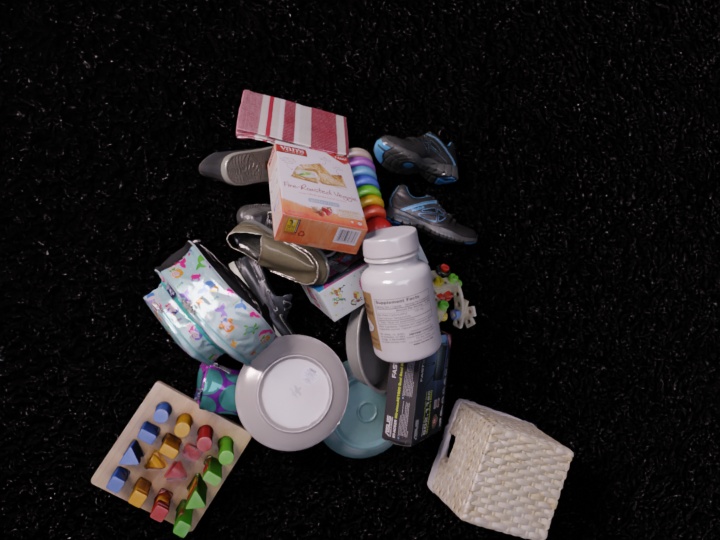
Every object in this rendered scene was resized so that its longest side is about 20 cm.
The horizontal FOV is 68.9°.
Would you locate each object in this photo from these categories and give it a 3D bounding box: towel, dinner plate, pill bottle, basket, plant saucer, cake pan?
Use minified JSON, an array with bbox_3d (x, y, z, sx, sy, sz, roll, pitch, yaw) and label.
[{"bbox_3d":[-0.120,-0.262,0.951,0.200,0.023,0.144,11,44,-15],"label":"towel"},{"bbox_3d":[-0.114,0.212,0.909,0.200,0.024,0.200,2,83,-19],"label":"dinner plate"},{"bbox_3d":[0.061,0.036,0.844,0.114,0.114,0.200,-15,106,-15],"label":"pill bottle"},{"bbox_3d":[0.269,0.386,1.028,0.200,0.161,0.198,21,85,-12],"label":"basket"},{"bbox_3d":[0.010,0.271,1.021,0.200,0.036,0.200,0,90,-15],"label":"plant saucer"},{"bbox_3d":[0.037,0.126,0.973,0.200,0.037,0.200,4,85,-56],"label":"cake pan"}]

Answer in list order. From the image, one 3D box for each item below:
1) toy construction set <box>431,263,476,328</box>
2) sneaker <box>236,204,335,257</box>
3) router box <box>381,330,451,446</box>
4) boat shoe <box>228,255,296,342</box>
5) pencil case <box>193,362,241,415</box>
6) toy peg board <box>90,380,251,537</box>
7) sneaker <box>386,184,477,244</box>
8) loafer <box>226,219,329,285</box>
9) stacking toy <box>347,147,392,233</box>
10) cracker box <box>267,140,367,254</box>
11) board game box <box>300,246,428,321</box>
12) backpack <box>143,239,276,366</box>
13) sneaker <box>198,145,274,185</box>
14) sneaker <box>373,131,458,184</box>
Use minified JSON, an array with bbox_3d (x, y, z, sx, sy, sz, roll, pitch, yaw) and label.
[{"bbox_3d":[0.153,0.057,1.008,0.200,0.131,0.092,5,130,-49],"label":"toy construction set"},{"bbox_3d":[-0.125,-0.078,0.955,0.200,0.090,0.067,19,84,-14],"label":"sneaker"},{"bbox_3d":[0.110,0.212,0.989,0.150,0.062,0.200,7,89,-59],"label":"router box"},{"bbox_3d":[-0.157,0.054,0.956,0.066,0.075,0.199,-35,88,-7],"label":"boat shoe"},{"bbox_3d":[-0.191,0.215,0.940,0.200,0.085,0.092,11,115,-16],"label":"pencil case"},{"bbox_3d":[-0.322,0.332,0.900,0.199,0.098,0.200,34,81,-13],"label":"toy peg board"},{"bbox_3d":[0.148,-0.106,1.038,0.200,0.073,0.082,18,85,-15],"label":"sneaker"},{"bbox_3d":[-0.145,-0.024,0.888,0.200,0.070,0.075,22,114,20],"label":"loafer"},{"bbox_3d":[0.011,-0.126,0.946,0.085,0.085,0.200,-12,57,-15],"label":"stacking toy"},{"bbox_3d":[-0.074,-0.121,0.845,0.134,0.200,0.058,9,131,-22],"label":"cracker box"},{"bbox_3d":[0.000,0.000,0.957,0.200,0.148,0.064,-33,109,-13],"label":"board game box"},{"bbox_3d":[-0.237,0.069,0.857,0.200,0.178,0.151,37,74,14],"label":"backpack"},{"bbox_3d":[-0.185,-0.195,0.953,0.200,0.106,0.075,-11,109,-43],"label":"sneaker"},{"bbox_3d":[0.107,-0.228,1.012,0.200,0.073,0.082,11,77,-38],"label":"sneaker"}]
